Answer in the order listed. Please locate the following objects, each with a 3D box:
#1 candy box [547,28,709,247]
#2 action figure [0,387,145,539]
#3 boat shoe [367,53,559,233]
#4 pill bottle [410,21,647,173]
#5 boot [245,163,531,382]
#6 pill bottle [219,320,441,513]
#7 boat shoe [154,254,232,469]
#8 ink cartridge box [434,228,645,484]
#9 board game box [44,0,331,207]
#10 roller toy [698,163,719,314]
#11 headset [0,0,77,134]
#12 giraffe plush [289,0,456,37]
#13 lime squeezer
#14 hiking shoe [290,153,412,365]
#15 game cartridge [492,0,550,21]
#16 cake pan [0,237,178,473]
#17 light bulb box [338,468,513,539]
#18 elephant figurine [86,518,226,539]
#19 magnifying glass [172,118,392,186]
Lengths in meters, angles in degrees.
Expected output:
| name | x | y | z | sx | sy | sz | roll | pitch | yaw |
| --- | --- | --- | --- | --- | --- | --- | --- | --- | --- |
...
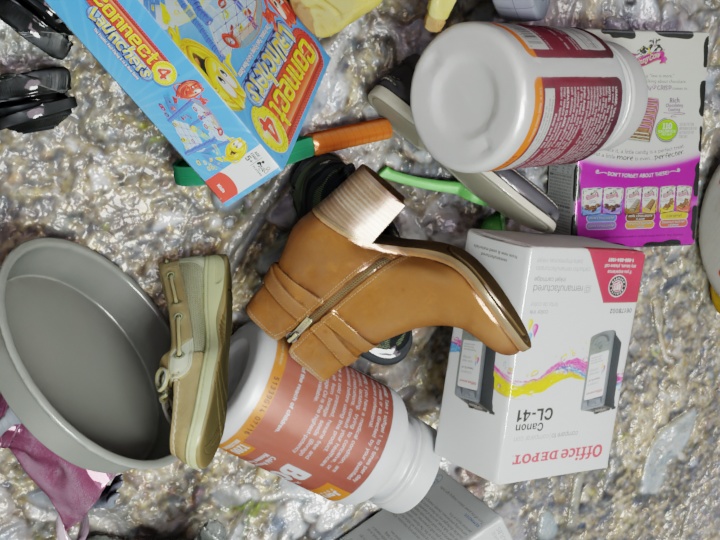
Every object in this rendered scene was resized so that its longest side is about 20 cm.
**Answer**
| name | x | y | z | sx | sy | sz | roll | pitch | yaw |
| --- | --- | --- | --- | --- | --- | --- | --- | --- | --- |
| candy box | 0.250 | -0.125 | 1.025 | 0.135 | 0.061 | 0.201 | -2 | 101 | -19 |
| action figure | -0.279 | 0.112 | 0.858 | 0.199 | 0.134 | 0.149 | 21 | 120 | -24 |
| boat shoe | 0.101 | -0.111 | 0.940 | 0.200 | 0.073 | 0.063 | 38 | 81 | 2 |
| pill bottle | 0.144 | -0.141 | 0.884 | 0.199 | 0.114 | 0.115 | -10 | 105 | -46 |
| boot | 0.021 | 0.035 | 0.855 | 0.200 | 0.074 | 0.155 | 42 | 102 | 5 |
| pill bottle | -0.032 | 0.133 | 0.936 | 0.199 | 0.112 | 0.113 | 30 | 88 | -23 |
| boat shoe | -0.136 | 0.067 | 0.849 | 0.063 | 0.201 | 0.073 | 0 | 139 | -2 |
| ink cartridge box | 0.155 | 0.071 | 0.938 | 0.147 | 0.085 | 0.201 | 0 | 100 | -37 |
| board game box | -0.117 | -0.179 | 0.802 | 0.056 | 0.200 | 0.196 | -29 | 115 | 26 |
| roller toy | 0.421 | -0.041 | 1.044 | 0.139 | 0.200 | 0.184 | 4 | 85 | -21 |
| headset | -0.241 | -0.160 | 0.809 | 0.199 | 0.094 | 0.124 | 8 | 97 | -14 |
| giraffe plush | 0.034 | -0.292 | 0.864 | 0.162 | 0.199 | 0.173 | -49 | 141 | -44 |
| lime squeezer | 0.106 | -0.040 | 0.998 | 0.071 | 0.038 | 0.200 | -46 | 113 | -8 |
| hiking shoe | 0.000 | 0.000 | 0.929 | 0.075 | 0.101 | 0.201 | -27 | 108 | -14 |
| game cartridge | 0.135 | -0.274 | 0.893 | 0.041 | 0.200 | 0.134 | 7 | 101 | 13 |
| cake pan | -0.205 | 0.068 | 0.826 | 0.037 | 0.201 | 0.200 | -34 | 114 | 20 |
| light bulb box | 0.059 | 0.333 | 1.003 | 0.199 | 0.125 | 0.199 | -32 | 110 | -14 |
| elephant figurine | -0.210 | 0.295 | 0.898 | 0.199 | 0.142 | 0.156 | 0 | 71 | -6 |
| magnifying glass | -0.062 | -0.100 | 0.909 | 0.199 | 0.079 | 0.023 | -18 | 108 | -28 |
